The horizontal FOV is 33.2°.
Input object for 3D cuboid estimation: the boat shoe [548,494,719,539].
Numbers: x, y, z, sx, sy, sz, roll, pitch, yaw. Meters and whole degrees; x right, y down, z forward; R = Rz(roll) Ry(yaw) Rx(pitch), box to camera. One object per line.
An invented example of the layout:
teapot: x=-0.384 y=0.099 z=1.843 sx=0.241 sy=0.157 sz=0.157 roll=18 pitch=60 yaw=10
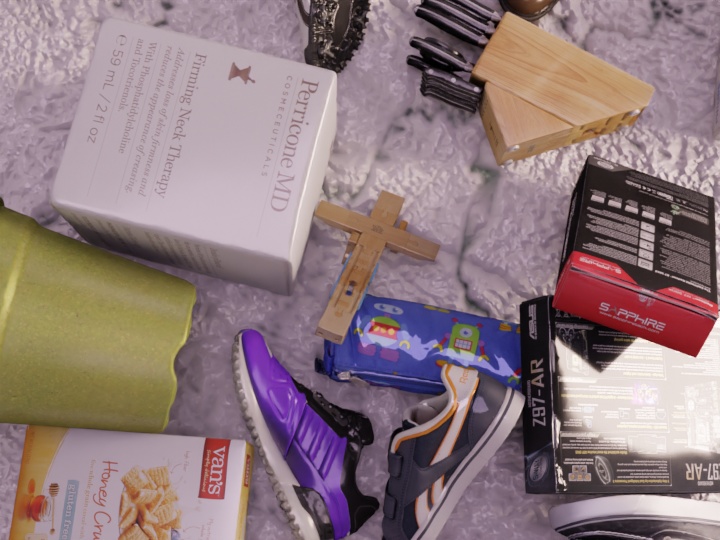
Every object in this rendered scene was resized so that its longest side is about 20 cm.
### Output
boat shoe: x=0.253 y=0.230 z=1.012 sx=0.199 sy=0.072 sz=0.068 roll=9 pitch=67 yaw=-18

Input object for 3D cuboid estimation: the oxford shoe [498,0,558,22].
oxford shoe: x=0.183 y=-0.329 z=1.129 sx=0.072 sy=0.084 sz=0.201 roll=23 pitch=81 yaw=2

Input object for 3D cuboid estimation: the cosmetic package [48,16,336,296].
cosmetic package: x=-0.134 y=-0.092 z=1.038 sx=0.199 sy=0.166 sz=0.168 roll=13 pitch=79 yaw=1

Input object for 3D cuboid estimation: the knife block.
knife block: x=0.148 y=-0.196 z=1.112 sx=0.199 sy=0.064 sz=0.177 roll=-16 pitch=80 yaw=-4

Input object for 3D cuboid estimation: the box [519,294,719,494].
box: x=0.230 y=0.108 z=1.022 sx=0.199 sy=0.043 sz=0.161 roll=4 pitch=78 yaw=-27

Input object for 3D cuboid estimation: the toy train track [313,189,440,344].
toy train track: x=0.000 y=0.000 z=1.045 sx=0.114 sy=0.033 sz=0.200 roll=21 pitch=40 yaw=3

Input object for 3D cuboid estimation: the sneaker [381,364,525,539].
sneaker: x=0.053 y=0.164 z=1.010 sx=0.079 sy=0.078 sz=0.201 roll=31 pitch=107 yaw=-1

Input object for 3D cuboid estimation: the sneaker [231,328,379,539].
sneaker: x=-0.043 y=0.136 z=1.049 sx=0.099 sy=0.070 sz=0.201 roll=-21 pitch=84 yaw=-12

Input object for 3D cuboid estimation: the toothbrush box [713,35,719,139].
toothbrush box: x=0.435 y=-0.189 z=1.104 sx=0.199 sy=0.086 sz=0.147 roll=8 pitch=79 yaw=2

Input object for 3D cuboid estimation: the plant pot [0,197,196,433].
plant pot: x=-0.239 y=0.055 z=1.010 sx=0.183 sy=0.200 sz=0.202 roll=13 pitch=79 yaw=-10

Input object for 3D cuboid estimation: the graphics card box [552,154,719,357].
graphics card box: x=0.236 y=-0.018 z=1.024 sx=0.125 sy=0.051 sz=0.200 roll=19 pitch=35 yaw=2

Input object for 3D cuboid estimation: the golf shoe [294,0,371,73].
golf shoe: x=-0.044 y=-0.282 z=1.131 sx=0.094 sy=0.078 sz=0.201 roll=7 pitch=97 yaw=40

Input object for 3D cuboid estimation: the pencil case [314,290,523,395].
pencil case: x=0.061 y=0.072 z=1.051 sx=0.199 sy=0.078 sz=0.087 roll=10 pitch=55 yaw=2

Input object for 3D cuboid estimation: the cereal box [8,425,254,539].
cereal box: x=-0.195 y=0.210 z=1.024 sx=0.199 sy=0.040 sz=0.145 roll=2 pitch=74 yaw=10
